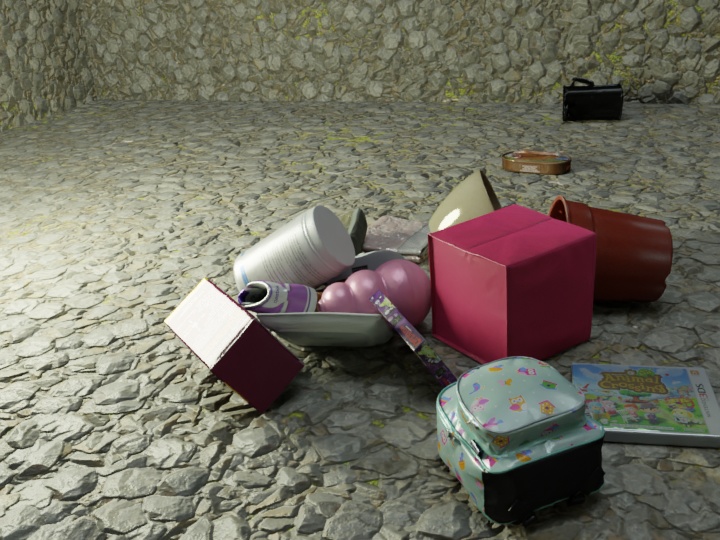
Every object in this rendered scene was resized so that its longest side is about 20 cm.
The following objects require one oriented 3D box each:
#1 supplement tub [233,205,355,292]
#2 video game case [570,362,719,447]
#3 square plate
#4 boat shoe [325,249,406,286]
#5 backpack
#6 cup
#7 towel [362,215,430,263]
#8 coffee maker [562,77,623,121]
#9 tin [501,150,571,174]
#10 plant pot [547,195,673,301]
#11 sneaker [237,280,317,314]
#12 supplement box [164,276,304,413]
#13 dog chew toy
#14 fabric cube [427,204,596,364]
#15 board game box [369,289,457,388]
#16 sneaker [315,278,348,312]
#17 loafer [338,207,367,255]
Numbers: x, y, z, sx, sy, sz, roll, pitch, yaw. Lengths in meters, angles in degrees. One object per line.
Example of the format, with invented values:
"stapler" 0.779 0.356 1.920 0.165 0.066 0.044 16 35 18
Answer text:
"supplement tub" -0.123 -0.016 1.479 0.199 0.132 0.132 -30 13 24
"video game case" 0.408 0.188 1.152 0.198 0.022 0.182 1 23 11
"square plate" -0.052 0.100 1.315 0.198 0.029 0.198 0 -14 9
"boat shoe" 0.000 0.003 1.592 0.198 0.074 0.068 -13 5 -31
"backpack" 0.187 0.198 1.008 0.174 0.155 0.200 -17 19 -17
"cup" 0.225 -0.087 1.650 0.142 0.201 0.201 -24 18 16
"towel" 0.088 -0.074 1.806 0.189 0.033 0.200 8 25 26
"coffee maker" 0.797 -0.567 2.759 0.198 0.135 0.193 0 47 13
"tin" 0.499 -0.306 2.279 0.198 0.042 0.112 10 22 29
"plant pot" 0.445 -0.026 1.455 0.193 0.203 0.201 5 23 1
"sneaker" -0.161 0.052 1.359 0.113 0.073 0.200 10 -19 -24
"supplement box" -0.200 0.113 1.253 0.103 0.131 0.200 -48 36 -10
"dog chew toy" 0.023 0.051 1.399 0.198 0.126 0.125 -10 24 -17
"fabric cube" 0.248 0.027 1.336 0.198 0.198 0.199 -19 28 -29
"board game box" 0.086 0.113 1.265 0.032 0.120 0.200 -44 28 1
"sneaker" -0.050 0.060 1.479 0.198 0.076 0.090 -13 8 -21
"loafer" -0.036 -0.055 1.716 0.069 0.076 0.201 -10 33 22
